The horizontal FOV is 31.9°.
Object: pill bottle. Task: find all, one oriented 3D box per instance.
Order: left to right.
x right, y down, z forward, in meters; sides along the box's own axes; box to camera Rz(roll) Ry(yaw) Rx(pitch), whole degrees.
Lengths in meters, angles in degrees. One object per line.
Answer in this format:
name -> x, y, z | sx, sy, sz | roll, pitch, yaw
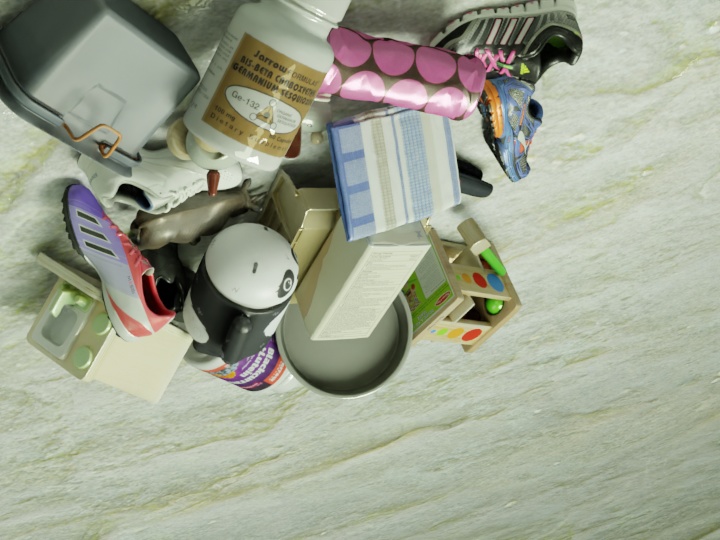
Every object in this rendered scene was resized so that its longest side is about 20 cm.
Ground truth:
pill bottle -> -0.165, 0.113, 1.825 | 0.111, 0.112, 0.200 | -32, 148, 18
pill bottle -> -0.092, -0.215, 1.307 | 0.114, 0.114, 0.201 | 16, 107, -45

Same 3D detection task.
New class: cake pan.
cake pan -> -0.025, 0.084, 1.809 | 0.199, 0.202, 0.037 | -14, 177, -11

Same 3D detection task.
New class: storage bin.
storage bin -> -0.261, -0.201, 1.269 | 0.134, 0.146, 0.200 | -41, 145, 13
storage bin -> -0.032, -0.047, 1.677 | 0.199, 0.094, 0.199 | -2, 143, -28

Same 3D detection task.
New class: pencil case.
pencil case -> 0.035, -0.224, 1.407 | 0.199, 0.091, 0.094 | 11, -176, -19

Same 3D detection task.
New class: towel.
towel -> 0.043, -0.128, 1.524 | 0.199, 0.148, 0.024 | -21, -164, -40

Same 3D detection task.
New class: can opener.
can opener -> 0.116, -0.133, 1.661 | 0.078, 0.064, 0.200 | -36, 146, 22

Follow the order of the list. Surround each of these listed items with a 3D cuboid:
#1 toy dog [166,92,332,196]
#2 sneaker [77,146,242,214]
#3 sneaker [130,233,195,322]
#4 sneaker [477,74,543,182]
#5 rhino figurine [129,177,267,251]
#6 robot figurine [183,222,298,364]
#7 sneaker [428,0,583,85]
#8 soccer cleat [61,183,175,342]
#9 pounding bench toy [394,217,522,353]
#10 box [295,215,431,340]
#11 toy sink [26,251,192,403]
toy dog -> -0.120, -0.143, 1.451 | 0.198, 0.097, 0.132 | -11, -176, -8
sneaker -> -0.229, -0.103, 1.475 | 0.199, 0.087, 0.075 | -3, 144, -29
sneaker -> -0.253, 0.028, 1.659 | 0.075, 0.091, 0.200 | -18, 150, 1
sneaker -> 0.203, -0.183, 1.630 | 0.078, 0.076, 0.200 | -25, 151, 0
rhino figurine -> -0.197, -0.069, 1.555 | 0.199, 0.060, 0.087 | -19, 171, -33
robot figurine -> -0.150, 0.031, 1.583 | 0.124, 0.151, 0.200 | -19, 151, -37
sneaker -> 0.174, -0.257, 1.480 | 0.199, 0.088, 0.074 | -16, 149, -8
soccer cleat -> -0.286, -0.016, 1.493 | 0.073, 0.201, 0.068 | -21, -173, 22
pounding bench toy -> 0.161, 0.013, 1.854 | 0.155, 0.125, 0.200 | 9, 138, -40
box -> 0.000, 0.000, 1.602 | 0.094, 0.078, 0.200 | 0, 143, -31
toy sink -> -0.337, 0.079, 1.611 | 0.113, 0.130, 0.200 | -61, 145, -4
